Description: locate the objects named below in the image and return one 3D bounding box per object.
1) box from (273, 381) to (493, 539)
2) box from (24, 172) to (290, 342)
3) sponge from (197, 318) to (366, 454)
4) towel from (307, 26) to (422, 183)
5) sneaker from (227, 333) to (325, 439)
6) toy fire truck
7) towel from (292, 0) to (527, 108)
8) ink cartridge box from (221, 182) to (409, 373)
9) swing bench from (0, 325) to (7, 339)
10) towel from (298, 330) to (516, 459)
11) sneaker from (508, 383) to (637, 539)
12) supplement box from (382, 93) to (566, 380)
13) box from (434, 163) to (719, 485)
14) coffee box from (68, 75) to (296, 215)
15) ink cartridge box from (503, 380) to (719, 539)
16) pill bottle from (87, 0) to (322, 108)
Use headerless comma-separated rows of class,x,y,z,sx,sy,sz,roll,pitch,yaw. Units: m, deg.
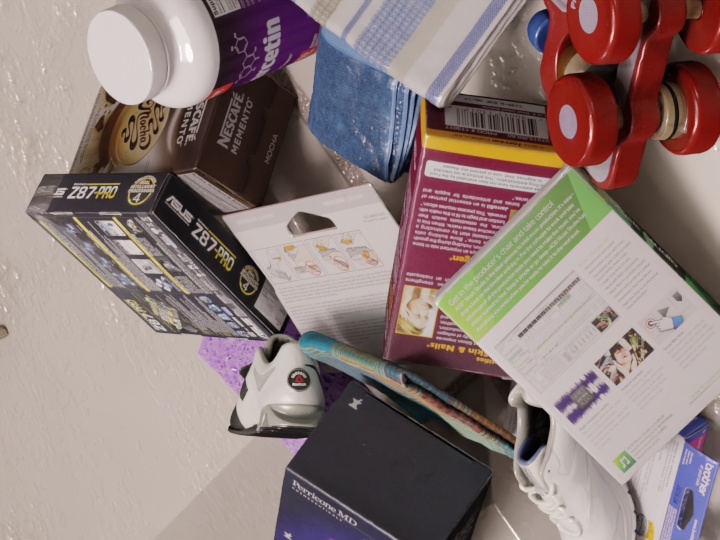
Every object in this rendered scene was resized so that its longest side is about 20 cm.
box,0.014,0.211,1.809,0.148,0.104,0.200,31,151,14
box,-0.174,-0.011,1.866,0.161,0.049,0.200,0,146,40
sponge,-0.067,0.100,1.952,0.200,0.030,0.112,44,137,20
towel,0.011,-0.174,1.696,0.111,0.048,0.201,32,132,27
sneaker,-0.069,0.103,1.874,0.200,0.074,0.089,152,119,-71
toy fire truck,0.176,-0.170,1.498,0.168,0.112,0.201,-123,34,-46
towel,0.035,-0.229,1.604,0.200,0.024,0.147,38,95,26
ink cartridge box,0.000,0.000,1.781,0.199,0.045,0.177,-9,119,48
swing bench,-0.501,0.012,2.236,0.129,0.198,0.201,16,121,41
towel,0.042,0.102,1.726,0.146,0.022,0.200,32,174,-25
sneaker,0.155,0.158,1.643,0.074,0.087,0.201,-1,110,46
supplement box,0.085,-0.027,1.625,0.110,0.086,0.201,8,120,-3
box,0.173,0.038,1.556,0.200,0.036,0.144,44,103,-7
coffee box,-0.160,-0.110,1.854,0.080,0.114,0.199,32,155,-35
ink cartridge box,0.201,0.138,1.678,0.200,0.042,0.120,34,132,33
pill bottle,-0.119,-0.200,1.707,0.112,0.200,0.113,25,128,36
